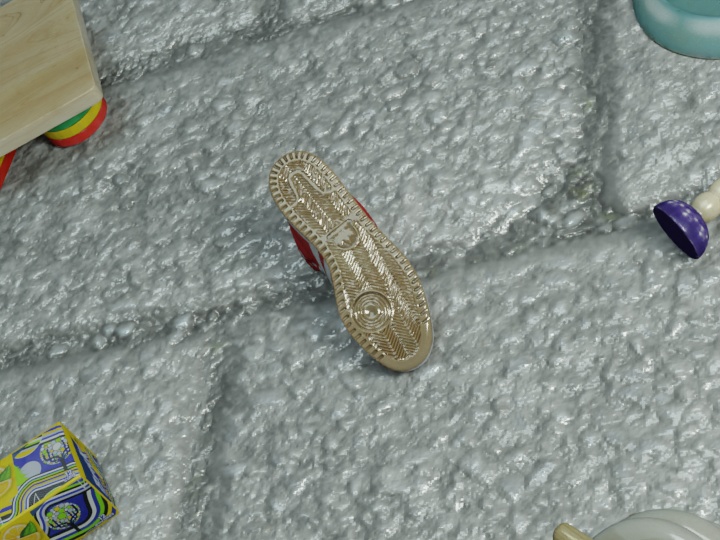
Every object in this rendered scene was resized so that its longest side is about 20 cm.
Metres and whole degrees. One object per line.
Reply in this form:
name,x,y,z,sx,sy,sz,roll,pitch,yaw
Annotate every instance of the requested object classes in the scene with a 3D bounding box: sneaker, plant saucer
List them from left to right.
sneaker,0.000,0.000,1.395,0.071,0.112,0.200,-32,75,0
plant saucer,0.320,-0.261,1.442,0.200,0.027,0.201,-16,48,19

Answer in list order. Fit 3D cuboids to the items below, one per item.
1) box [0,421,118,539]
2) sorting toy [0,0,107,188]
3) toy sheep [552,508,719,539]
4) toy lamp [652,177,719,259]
box,-0.300,0.212,1.384,0.200,0.064,0.070,-34,45,2
sorting toy,-0.349,-0.173,1.721,0.200,0.070,0.199,-28,46,7
toy sheep,0.181,0.207,1.039,0.138,0.200,0.138,2,93,40
toy lamp,0.309,-0.093,1.290,0.200,0.058,0.058,-39,45,-4
